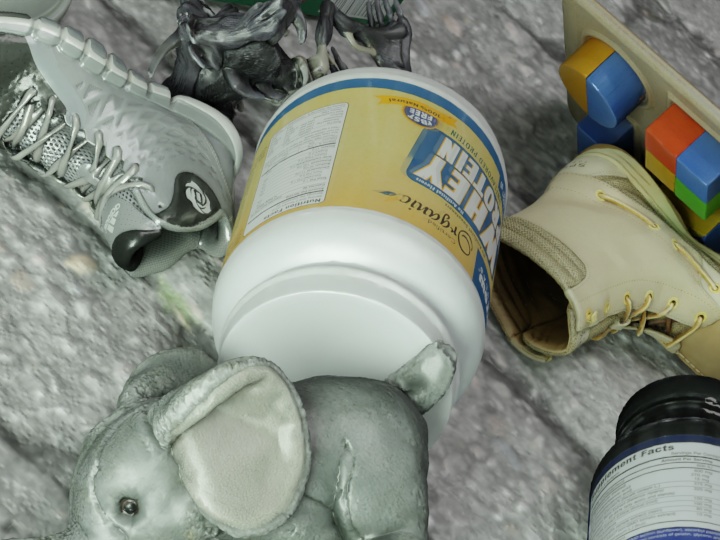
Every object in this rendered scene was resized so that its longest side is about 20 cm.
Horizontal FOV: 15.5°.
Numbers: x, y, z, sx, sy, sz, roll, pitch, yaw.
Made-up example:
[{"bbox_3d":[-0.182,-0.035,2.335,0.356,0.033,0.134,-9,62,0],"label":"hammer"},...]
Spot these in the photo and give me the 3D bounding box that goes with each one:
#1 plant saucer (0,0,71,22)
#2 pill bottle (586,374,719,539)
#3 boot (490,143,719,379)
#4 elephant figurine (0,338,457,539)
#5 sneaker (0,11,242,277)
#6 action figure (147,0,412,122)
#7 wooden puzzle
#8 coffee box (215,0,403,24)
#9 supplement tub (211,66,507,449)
[{"bbox_3d":[-0.244,-0.216,1.514,0.199,0.050,0.201,24,38,-20],"label":"plant saucer"},{"bbox_3d":[0.177,0.152,1.435,0.111,0.112,0.201,29,36,-14],"label":"pill bottle"},{"bbox_3d":[0.166,0.027,1.601,0.200,0.073,0.155,51,40,5],"label":"boot"},{"bbox_3d":[-0.070,0.095,1.244,0.199,0.141,0.156,25,42,-26],"label":"elephant figurine"},{"bbox_3d":[-0.145,-0.059,1.411,0.199,0.075,0.116,20,41,-28],"label":"sneaker"},{"bbox_3d":[-0.060,-0.136,1.538,0.199,0.119,0.102,8,45,-54],"label":"action figure"},{"bbox_3d":[0.183,-0.079,1.674,0.046,0.185,0.200,-38,69,-9],"label":"wooden puzzle"},{"bbox_3d":[-0.069,-0.222,1.685,0.199,0.044,0.123,5,47,-40],"label":"coffee box"},{"bbox_3d":[0.000,0.000,1.412,0.144,0.145,0.201,30,36,-13],"label":"supplement tub"}]
